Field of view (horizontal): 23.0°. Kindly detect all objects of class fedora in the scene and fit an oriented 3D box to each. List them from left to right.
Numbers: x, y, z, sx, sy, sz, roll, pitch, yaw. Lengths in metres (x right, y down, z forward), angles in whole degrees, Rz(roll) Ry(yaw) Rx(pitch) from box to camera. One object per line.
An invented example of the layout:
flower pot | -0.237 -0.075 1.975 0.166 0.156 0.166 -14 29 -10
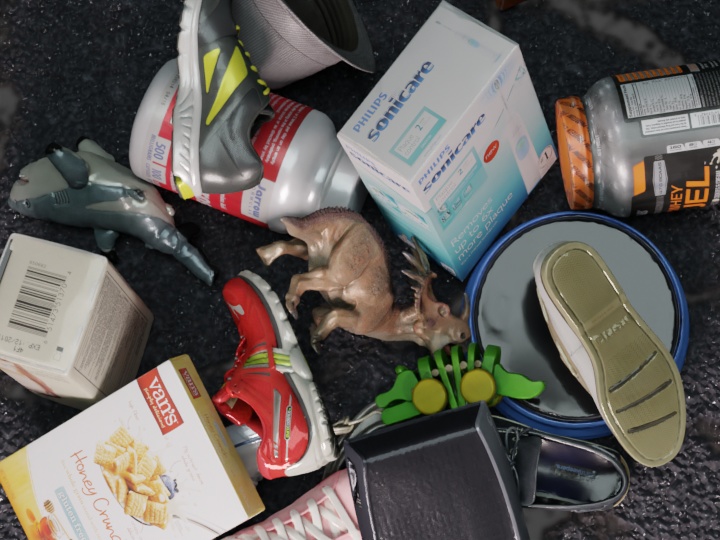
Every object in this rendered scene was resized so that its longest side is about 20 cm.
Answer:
fedora | -0.076 -0.227 1.554 0.090 0.176 0.201 -38 53 21

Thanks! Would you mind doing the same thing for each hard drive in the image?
hard drive | 0.070 0.218 1.427 0.134 0.042 0.202 -15 103 0

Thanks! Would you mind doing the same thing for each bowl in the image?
bowl | 0.185 0.044 1.522 0.198 0.039 0.203 -1 76 3

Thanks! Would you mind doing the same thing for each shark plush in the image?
shark plush | -0.213 -0.047 1.576 0.199 0.091 0.084 27 103 -6

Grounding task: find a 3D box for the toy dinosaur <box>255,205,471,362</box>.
toy dinosaur | 0.000 0.000 1.485 0.135 0.201 0.086 -32 32 0

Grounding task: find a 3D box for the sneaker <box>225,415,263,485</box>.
sneaker | -0.116 0.174 1.499 0.199 0.073 0.071 -25 85 6

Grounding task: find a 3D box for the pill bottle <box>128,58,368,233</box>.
pill bottle | -0.092 -0.100 1.538 0.198 0.112 0.113 21 78 9

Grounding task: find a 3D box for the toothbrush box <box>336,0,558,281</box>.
toothbrush box | 0.077 -0.105 1.477 0.085 0.200 0.147 34 79 27

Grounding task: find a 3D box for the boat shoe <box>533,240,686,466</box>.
boat shoe | 0.206 0.065 1.460 0.074 0.068 0.201 -27 96 -9

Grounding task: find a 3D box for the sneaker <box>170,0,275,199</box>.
sneaker | -0.111 -0.155 1.467 0.084 0.074 0.202 4 81 -3

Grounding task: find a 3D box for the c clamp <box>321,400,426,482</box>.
c clamp | 0.038 0.213 1.495 0.170 0.027 0.201 -36 77 -5

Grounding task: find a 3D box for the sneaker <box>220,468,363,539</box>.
sneaker | -0.056 0.230 1.442 0.199 0.105 0.076 -34 78 5

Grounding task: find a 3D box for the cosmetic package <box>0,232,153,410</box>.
cosmetic package | -0.243 0.050 1.465 0.086 0.200 0.104 15 76 8

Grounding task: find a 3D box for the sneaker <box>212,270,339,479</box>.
sneaker | -0.085 0.083 1.448 0.084 0.077 0.201 -21 52 -6

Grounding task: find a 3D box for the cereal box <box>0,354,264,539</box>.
cereal box | -0.192 0.178 1.452 0.199 0.039 0.145 -32 83 22

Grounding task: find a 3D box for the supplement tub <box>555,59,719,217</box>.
supplement tub | 0.271 -0.113 1.513 0.198 0.123 0.124 -8 75 2

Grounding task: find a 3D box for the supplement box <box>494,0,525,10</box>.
supplement box | 0.121 -0.345 1.610 0.066 0.069 0.202 -20 73 -4

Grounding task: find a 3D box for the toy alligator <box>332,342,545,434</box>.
toy alligator | 0.055 0.096 1.479 0.198 0.059 0.055 -12 81 14

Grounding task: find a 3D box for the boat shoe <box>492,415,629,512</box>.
boat shoe | 0.131 0.162 1.469 0.198 0.062 0.075 9 87 -3
